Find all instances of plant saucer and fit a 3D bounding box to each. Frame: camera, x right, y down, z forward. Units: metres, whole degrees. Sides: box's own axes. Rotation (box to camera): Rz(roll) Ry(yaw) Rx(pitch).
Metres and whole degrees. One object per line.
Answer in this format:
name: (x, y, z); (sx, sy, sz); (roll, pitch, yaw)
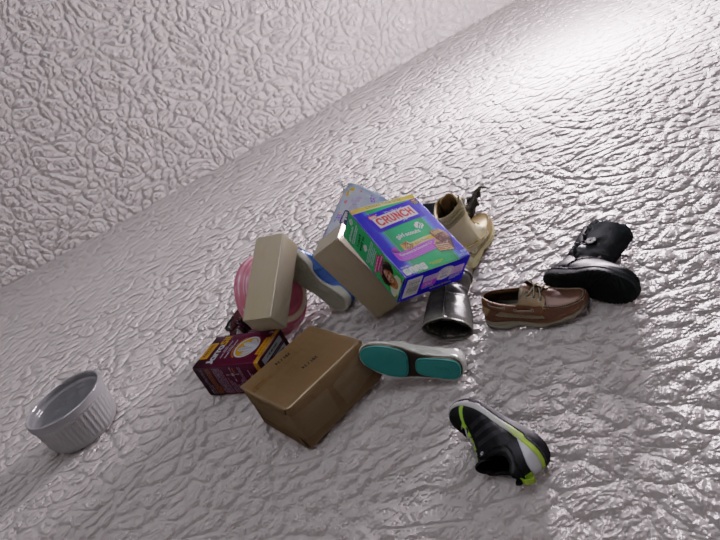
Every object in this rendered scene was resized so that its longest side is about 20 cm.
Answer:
plant saucer: (-0.197, 0.052, 1.637); (0.051, 0.201, 0.201); (-23, 22, 45)

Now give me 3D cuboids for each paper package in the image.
paper package: (-0.095, 0.215, 1.359); (0.200, 0.104, 0.190); (-42, 28, -25)

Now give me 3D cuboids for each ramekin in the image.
ramekin: (-0.687, 0.346, 1.707); (0.199, 0.105, 0.201); (-23, 26, 12)

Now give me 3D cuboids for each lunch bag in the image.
lunch bag: (-0.007, -0.112, 1.676); (0.171, 0.126, 0.200); (-63, 17, 5)

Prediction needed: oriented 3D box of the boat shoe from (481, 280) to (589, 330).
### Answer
boat shoe: (0.308, 0.058, 1.277); (0.199, 0.072, 0.076); (-13, 30, 29)

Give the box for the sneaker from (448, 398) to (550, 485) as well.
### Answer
sneaker: (0.186, 0.254, 1.045); (0.083, 0.072, 0.199); (-41, 28, -22)

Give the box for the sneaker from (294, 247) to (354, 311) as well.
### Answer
sneaker: (-0.086, -0.002, 1.662); (0.077, 0.200, 0.111); (-52, 0, 41)

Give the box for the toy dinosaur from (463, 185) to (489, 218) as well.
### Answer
toy dinosaur: (0.241, -0.138, 1.688); (0.199, 0.077, 0.102); (-17, 30, 50)

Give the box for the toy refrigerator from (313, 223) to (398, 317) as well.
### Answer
toy refrigerator: (0.000, 0.000, 1.513); (0.076, 0.200, 0.070); (-36, 21, 30)

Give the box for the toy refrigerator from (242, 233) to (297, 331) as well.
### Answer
toy refrigerator: (-0.194, 0.027, 1.550); (0.075, 0.070, 0.201); (-10, 61, 27)

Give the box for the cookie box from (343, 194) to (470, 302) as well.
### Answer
cookie box: (0.089, -0.050, 1.412); (0.170, 0.076, 0.200); (-18, 53, -32)

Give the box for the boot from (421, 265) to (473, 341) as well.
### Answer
boot: (0.143, 0.059, 1.421); (0.180, 0.073, 0.201); (0, 39, 16)

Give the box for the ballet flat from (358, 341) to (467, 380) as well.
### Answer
ballet flat: (0.098, 0.159, 1.288); (0.198, 0.070, 0.070); (5, 37, 19)

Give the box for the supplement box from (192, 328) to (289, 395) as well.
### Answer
supplement box: (-0.254, 0.202, 1.558); (0.199, 0.086, 0.111); (-10, 31, 34)

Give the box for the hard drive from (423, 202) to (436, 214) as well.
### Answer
hard drive: (0.120, -0.087, 1.694); (0.199, 0.033, 0.141); (-4, 70, 40)

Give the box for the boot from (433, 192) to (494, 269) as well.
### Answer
boot: (0.228, -0.110, 1.564); (0.072, 0.156, 0.200); (-8, 32, 36)

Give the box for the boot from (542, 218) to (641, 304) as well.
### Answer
boot: (0.448, -0.025, 1.282); (0.168, 0.077, 0.200); (-45, 24, -23)

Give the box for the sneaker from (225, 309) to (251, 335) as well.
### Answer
sneaker: (-0.262, 0.128, 1.733); (0.199, 0.076, 0.116); (-11, 34, 53)
